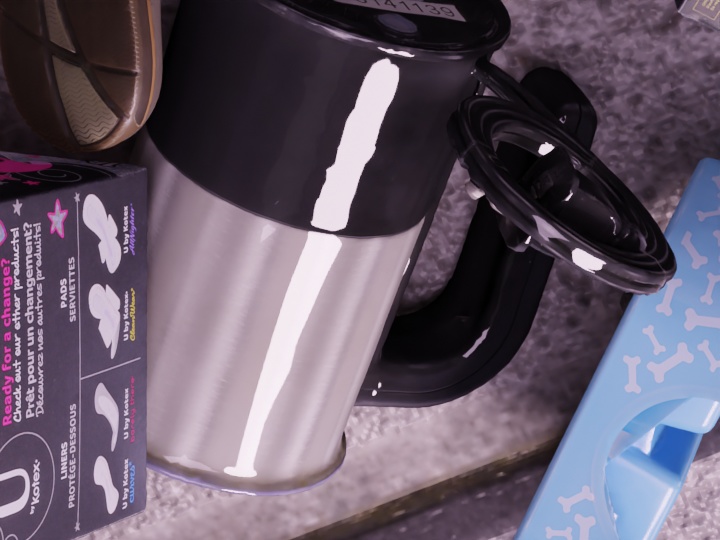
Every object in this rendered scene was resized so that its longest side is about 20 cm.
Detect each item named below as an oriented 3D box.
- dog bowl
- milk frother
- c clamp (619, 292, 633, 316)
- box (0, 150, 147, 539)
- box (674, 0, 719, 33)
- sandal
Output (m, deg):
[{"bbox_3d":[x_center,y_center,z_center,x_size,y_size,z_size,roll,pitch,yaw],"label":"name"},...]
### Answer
[{"bbox_3d":[0.108,0.046,1.023,0.050,0.111,0.200,27,117,5],"label":"dog bowl"},{"bbox_3d":[0.000,0.000,0.979,0.180,0.200,0.188,15,116,-11],"label":"milk frother"},{"bbox_3d":[0.117,0.081,1.111,0.171,0.027,0.200,21,114,-10],"label":"c clamp"},{"bbox_3d":[-0.187,0.022,0.974,0.200,0.115,0.132,6,102,27],"label":"box"},{"bbox_3d":[0.219,-0.150,0.990,0.136,0.038,0.200,26,114,-12],"label":"box"},{"bbox_3d":[-0.086,-0.142,0.970,0.082,0.055,0.200,-3,90,35],"label":"sandal"}]
